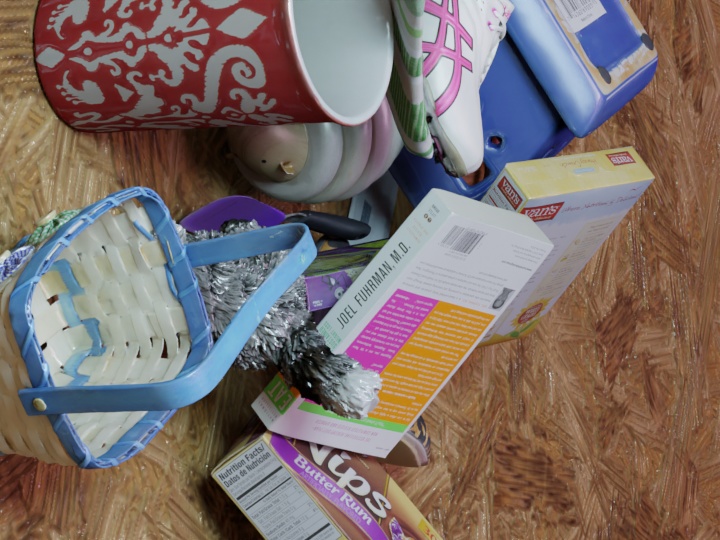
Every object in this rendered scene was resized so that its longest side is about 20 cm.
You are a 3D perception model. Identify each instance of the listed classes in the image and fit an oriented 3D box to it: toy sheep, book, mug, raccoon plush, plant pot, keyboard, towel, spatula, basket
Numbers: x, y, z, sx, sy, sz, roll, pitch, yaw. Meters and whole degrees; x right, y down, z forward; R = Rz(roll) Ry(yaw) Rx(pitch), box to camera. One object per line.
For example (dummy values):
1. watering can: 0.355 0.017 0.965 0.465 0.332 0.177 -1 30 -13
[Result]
1. toy sheep: -0.027 -0.116 1.601 0.200 0.137 0.139 -20 105 -49
2. book: 0.030 0.037 1.516 0.133 0.200 0.048 14 31 -55
3. mug: -0.086 -0.143 1.421 0.177 0.199 0.134 31 59 -57
4. raccoon plush: -0.088 0.021 1.422 0.134 0.199 0.097 6 105 -54
5. plant pot: 0.109 -0.171 1.746 0.201 0.179 0.200 58 32 -3
6. keyboard: 0.006 -0.041 1.780 0.056 0.011 0.201 42 50 -45
7. towel: 0.022 -0.184 1.462 0.200 0.023 0.153 89 -13 -58
8. spatula: -0.051 -0.034 1.603 0.200 0.056 0.021 1 65 -57
9. basket: -0.140 0.033 1.294 0.176 0.199 0.140 -52 131 -52

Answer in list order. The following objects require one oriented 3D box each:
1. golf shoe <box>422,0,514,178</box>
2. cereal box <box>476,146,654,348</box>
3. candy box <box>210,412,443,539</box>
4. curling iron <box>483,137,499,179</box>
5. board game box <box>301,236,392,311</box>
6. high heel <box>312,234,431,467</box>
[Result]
1. golf shoe: 0.070 -0.169 1.601 0.073 0.092 0.201 66 13 -82
2. cereal box: 0.121 -0.012 1.700 0.143 0.200 0.040 -10 56 -42
3. candy box: -0.009 0.182 1.564 0.200 0.056 0.117 52 23 -6
4. curling iron: 0.116 -0.040 1.960 0.050 0.025 0.201 43 50 -47
5. board game box: 0.000 0.000 1.580 0.199 0.120 0.032 -12 94 -40
6. high heel: 0.012 0.064 1.714 0.200 0.071 0.143 42 48 -50
